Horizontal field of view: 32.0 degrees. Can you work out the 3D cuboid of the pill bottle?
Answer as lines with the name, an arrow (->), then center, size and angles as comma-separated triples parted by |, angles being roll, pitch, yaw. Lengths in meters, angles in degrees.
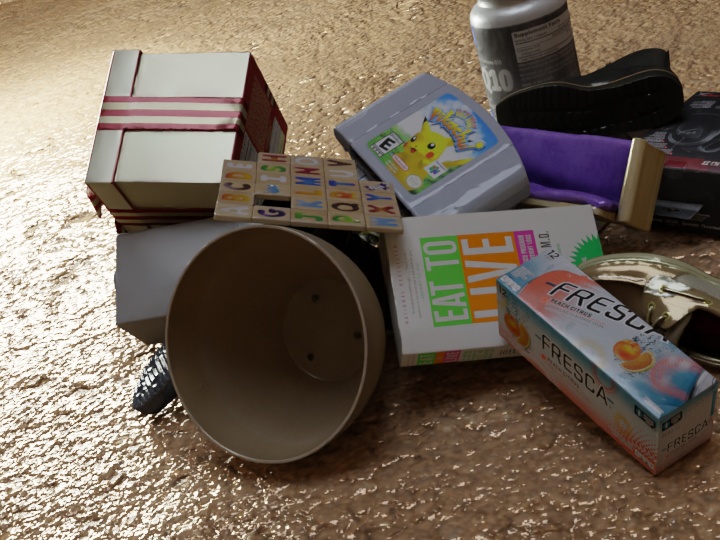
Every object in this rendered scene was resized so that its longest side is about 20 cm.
pill bottle -> 0.188, -0.259, 1.435 | 0.112, 0.202, 0.114 | -14, 23, 6

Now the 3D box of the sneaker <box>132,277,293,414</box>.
sneaker -> -0.136, 0.079, 1.225 | 0.200, 0.082, 0.070 | -44, 30, 12

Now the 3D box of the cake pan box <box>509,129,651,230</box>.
cake pan box -> 0.218, -0.111, 1.411 | 0.198, 0.053, 0.184 | 7, 33, 39

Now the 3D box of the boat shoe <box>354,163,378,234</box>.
boat shoe -> 0.033, -0.111, 1.331 | 0.200, 0.075, 0.086 | -31, 50, -13

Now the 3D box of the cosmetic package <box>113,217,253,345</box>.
cosmetic package -> -0.155, 0.007, 1.321 | 0.197, 0.090, 0.108 | -9, 68, 18

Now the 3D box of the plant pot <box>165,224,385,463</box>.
plant pot -> -0.056, 0.060, 1.122 | 0.198, 0.204, 0.134 | -3, 1, 25

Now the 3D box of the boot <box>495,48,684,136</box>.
boot -> 0.253, -0.193, 1.386 | 0.197, 0.078, 0.139 | -3, 26, 13

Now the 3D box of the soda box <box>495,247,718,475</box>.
soda box -> 0.192, 0.068, 1.006 | 0.063, 0.069, 0.200 | -28, 46, -20

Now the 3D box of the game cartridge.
game cartridge -> 0.074, -0.117, 1.253 | 0.132, 0.041, 0.200 | -30, 51, -13

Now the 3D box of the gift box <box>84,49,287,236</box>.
gift box -> -0.193, -0.116, 1.381 | 0.184, 0.201, 0.187 | 2, 62, 13

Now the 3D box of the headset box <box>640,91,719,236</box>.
headset box -> 0.365, -0.108, 1.288 | 0.148, 0.078, 0.199 | 10, 38, 44

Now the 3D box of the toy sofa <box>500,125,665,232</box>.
toy sofa -> 0.195, -0.100, 1.256 | 0.198, 0.084, 0.097 | 13, -1, 40

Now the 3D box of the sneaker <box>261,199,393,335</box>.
sneaker -> -0.010, -0.003, 1.199 | 0.198, 0.106, 0.076 | 20, 70, 7

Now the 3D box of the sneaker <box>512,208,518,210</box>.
sneaker -> 0.166, -0.002, 1.211 | 0.086, 0.077, 0.200 | 4, 33, 24

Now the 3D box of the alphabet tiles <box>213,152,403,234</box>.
alphabet tiles -> -0.049, -0.076, 1.170 | 0.164, 0.008, 0.200 | 4, 22, -5

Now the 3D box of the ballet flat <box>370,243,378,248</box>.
ballet flat -> 0.000, 0.000, 1.307 | 0.066, 0.068, 0.199 | -30, 30, -22

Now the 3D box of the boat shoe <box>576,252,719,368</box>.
boat shoe -> 0.266, 0.039, 1.043 | 0.197, 0.075, 0.067 | 11, 41, 21

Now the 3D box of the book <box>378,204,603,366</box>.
book -> 0.123, 0.014, 1.129 | 0.197, 0.048, 0.135 | -5, 61, -7

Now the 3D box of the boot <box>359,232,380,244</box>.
boot -> 0.043, -0.055, 1.405 | 0.096, 0.073, 0.200 | -47, 42, 4
